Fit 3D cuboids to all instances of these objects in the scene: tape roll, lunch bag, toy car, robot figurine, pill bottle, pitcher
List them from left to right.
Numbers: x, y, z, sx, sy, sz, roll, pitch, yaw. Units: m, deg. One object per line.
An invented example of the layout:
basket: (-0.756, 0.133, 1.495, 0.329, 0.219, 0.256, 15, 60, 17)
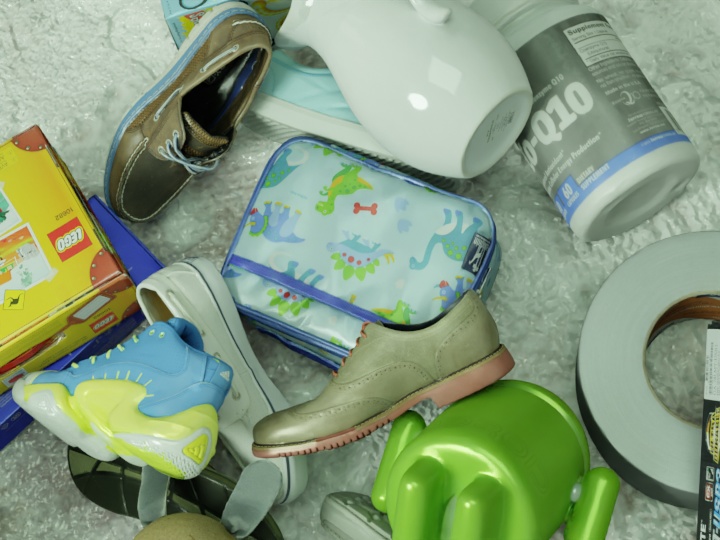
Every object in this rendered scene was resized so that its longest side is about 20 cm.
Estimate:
toy car: (-0.119, 0.229, 1.118, 0.163, 0.158, 0.201, 3, 75, 16)
lunch bag: (0.000, 0.000, 1.232, 0.199, 0.082, 0.162, 24, 79, 14)
pitcher: (0.032, -0.175, 1.179, 0.121, 0.172, 0.200, -37, 66, -26)
robot figurine: (0.092, 0.147, 1.123, 0.174, 0.200, 0.117, 12, 111, 23)
pill bottle: (0.166, -0.134, 1.243, 0.113, 0.114, 0.201, -29, 71, -5)
tape roll: (0.261, 0.075, 1.189, 0.199, 0.066, 0.202, -1, 71, 4)

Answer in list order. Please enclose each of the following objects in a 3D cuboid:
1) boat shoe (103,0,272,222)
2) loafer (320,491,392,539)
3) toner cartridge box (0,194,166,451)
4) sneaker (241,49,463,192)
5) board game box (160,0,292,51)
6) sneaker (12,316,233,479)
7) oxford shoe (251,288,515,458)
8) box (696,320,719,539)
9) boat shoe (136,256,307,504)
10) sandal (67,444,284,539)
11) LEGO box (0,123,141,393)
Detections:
boat shoe: (-0.137, -0.115, 1.248, 0.201, 0.072, 0.072, -58, 35, 16)
loafer: (0.045, 0.232, 1.154, 0.199, 0.070, 0.070, 34, 107, 27)
toner cartridge box: (-0.250, 0.043, 1.259, 0.200, 0.043, 0.095, -42, 71, -9)
sneaker: (-0.001, -0.128, 1.278, 0.199, 0.074, 0.082, 22, 77, 11)
board game box: (-0.068, -0.254, 1.311, 0.199, 0.103, 0.106, -16, 71, -1)
sneaker: (-0.163, 0.084, 1.151, 0.199, 0.076, 0.105, 13, 64, 39)
oxford shoe: (0.007, 0.075, 1.143, 0.199, 0.070, 0.075, -23, 97, 0)
box: (0.334, 0.139, 1.107, 0.198, 0.050, 0.200, 3, 91, -15)
boat shoe: (-0.109, 0.089, 1.190, 0.070, 0.071, 0.201, -22, 87, -41)
sandal: (-0.133, 0.166, 1.196, 0.200, 0.057, 0.080, 28, 111, 25)
LEGO box: (-0.288, 0.008, 1.211, 0.199, 0.077, 0.149, -31, 70, -5)
